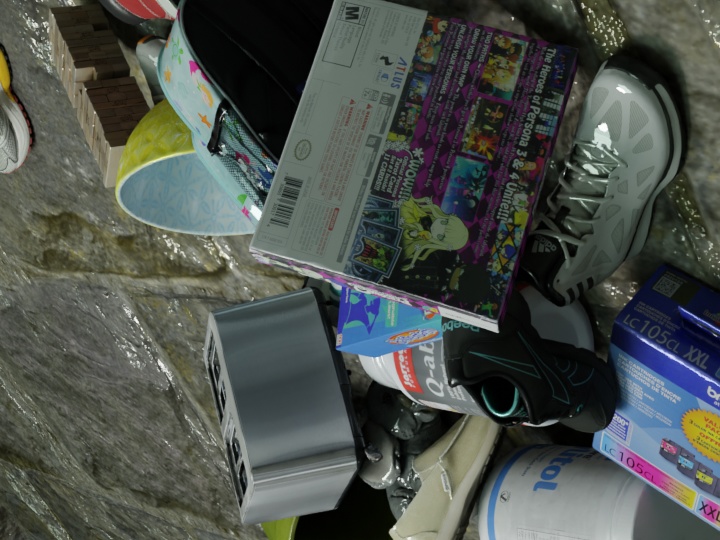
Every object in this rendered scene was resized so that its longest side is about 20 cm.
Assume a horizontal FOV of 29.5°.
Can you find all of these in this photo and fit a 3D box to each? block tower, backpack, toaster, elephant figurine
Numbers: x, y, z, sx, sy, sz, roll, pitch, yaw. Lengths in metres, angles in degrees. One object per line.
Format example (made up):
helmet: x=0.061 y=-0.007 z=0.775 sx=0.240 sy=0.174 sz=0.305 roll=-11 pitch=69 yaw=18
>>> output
block tower: x=-0.247 y=-0.171 z=1.316 sx=0.054 sy=0.057 sz=0.201 roll=107 pitch=145 yaw=-47
backpack: x=-0.057 y=-0.142 z=1.061 sx=0.201 sy=0.177 sz=0.151 roll=49 pitch=147 yaw=4
toaster: x=-0.071 y=0.129 z=1.290 sx=0.200 sy=0.117 sz=0.183 roll=113 pitch=143 yaw=-65
elephant figurine: x=0.051 y=0.157 z=1.364 sx=0.201 sy=0.154 sz=0.141 roll=57 pitch=-165 yaw=3

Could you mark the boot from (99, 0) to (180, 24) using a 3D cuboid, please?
boot: x=-0.225 y=-0.304 z=1.200 sx=0.143 sy=0.072 sz=0.201 roll=9 pitch=137 yaw=51

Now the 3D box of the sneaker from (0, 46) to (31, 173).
sneaker: x=-0.456 y=-0.194 z=1.635 sx=0.077 sy=0.082 sz=0.202 roll=28 pitch=147 yaw=31

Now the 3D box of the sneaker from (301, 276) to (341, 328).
sneaker: x=0.000 y=0.001 z=1.281 sx=0.093 sy=0.071 sz=0.201 roll=33 pitch=152 yaw=11

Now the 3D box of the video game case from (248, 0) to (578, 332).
video game case: x=0.038 y=-0.079 z=0.940 sx=0.179 sy=0.203 sz=0.036 roll=15 pitch=167 yaw=12

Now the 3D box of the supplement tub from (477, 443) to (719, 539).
supplement tub: x=0.209 y=0.222 z=1.197 sx=0.199 sy=0.132 sz=0.133 roll=-6 pitch=122 yaw=55

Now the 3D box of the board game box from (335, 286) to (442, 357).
board game box: x=0.049 y=-0.020 z=1.104 sx=0.044 sy=0.155 sz=0.199 roll=13 pitch=163 yaw=-27

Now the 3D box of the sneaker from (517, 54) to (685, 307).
sneaker: x=0.159 y=-0.045 z=0.948 sx=0.075 sy=0.115 sz=0.202 roll=32 pitch=148 yaw=25

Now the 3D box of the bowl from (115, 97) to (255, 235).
bowl: x=-0.120 y=-0.117 z=1.225 sx=0.200 sy=0.197 sz=0.109 roll=134 pitch=135 yaw=-61

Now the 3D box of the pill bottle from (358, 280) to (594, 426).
pill bottle: x=0.093 y=0.064 z=1.174 sx=0.199 sy=0.116 sz=0.117 roll=3 pitch=130 yaw=51

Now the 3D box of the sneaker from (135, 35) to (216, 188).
sneaker: x=-0.169 y=-0.125 z=1.311 sx=0.075 sy=0.092 sz=0.202 roll=12 pitch=135 yaw=60

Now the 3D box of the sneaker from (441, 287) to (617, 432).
sneaker: x=0.118 y=0.082 z=0.990 sx=0.075 sy=0.080 sz=0.199 roll=-17 pitch=141 yaw=38

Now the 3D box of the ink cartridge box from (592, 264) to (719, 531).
ink cartridge box: x=0.256 y=0.089 z=1.029 sx=0.136 sy=0.076 sz=0.202 roll=31 pitch=146 yaw=26

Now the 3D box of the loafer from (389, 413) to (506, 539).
loafer: x=0.083 y=0.177 z=1.251 sx=0.067 sy=0.202 sz=0.076 roll=22 pitch=174 yaw=12

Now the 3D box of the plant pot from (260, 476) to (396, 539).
plant pot: x=-0.044 y=0.237 z=1.521 sx=0.192 sy=0.199 sz=0.202 roll=29 pitch=149 yaw=50
